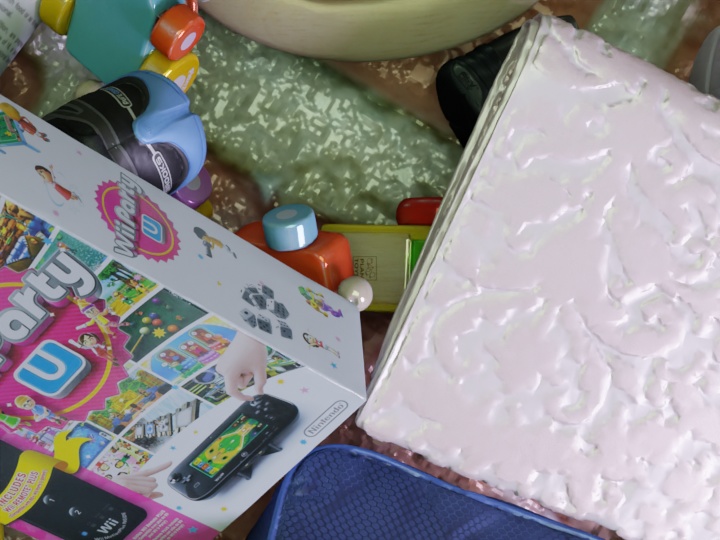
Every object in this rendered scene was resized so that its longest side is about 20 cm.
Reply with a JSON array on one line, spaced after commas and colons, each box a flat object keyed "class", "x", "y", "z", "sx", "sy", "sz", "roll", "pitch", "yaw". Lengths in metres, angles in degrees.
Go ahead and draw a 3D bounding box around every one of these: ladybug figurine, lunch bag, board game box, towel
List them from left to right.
[{"class": "board game box", "x": -0.120, "y": 0.031, "z": 0.768, "sx": 0.200, "sy": 0.064, "sz": 0.148, "roll": 31, "pitch": 122, "yaw": -26}, {"class": "ladybug figurine", "x": 0.006, "y": -0.160, "z": 0.884, "sx": 0.199, "sy": 0.072, "sz": 0.136, "roll": -2, "pitch": 88, "yaw": -5}, {"class": "lunch bag", "x": 0.029, "y": 0.178, "z": 0.848, "sx": 0.199, "sy": 0.132, "sz": 0.136, "roll": 23, "pitch": 59, "yaw": -5}, {"class": "towel", "x": 0.120, "y": 0.016, "z": 0.838, "sx": 0.199, "sy": 0.032, "sz": 0.191, "roll": 24, "pitch": 96, "yaw": -14}]

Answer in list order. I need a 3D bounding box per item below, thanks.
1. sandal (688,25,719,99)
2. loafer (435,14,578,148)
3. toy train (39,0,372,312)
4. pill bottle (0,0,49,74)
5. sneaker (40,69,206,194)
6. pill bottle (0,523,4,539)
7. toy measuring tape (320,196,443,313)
[{"class": "sandal", "x": 0.191, "y": -0.012, "z": 0.901, "sx": 0.059, "sy": 0.079, "sz": 0.207, "roll": -8, "pitch": 98, "yaw": -4}, {"class": "loafer", "x": 0.116, "y": -0.025, "z": 0.895, "sx": 0.072, "sy": 0.073, "sz": 0.200, "roll": -33, "pitch": 93, "yaw": -9}, {"class": "toy train", "x": -0.059, "y": -0.062, "z": 0.838, "sx": 0.056, "sy": 0.150, "sz": 0.201, "roll": -38, "pitch": 123, "yaw": -44}, {"class": "pill bottle", "x": -0.201, "y": -0.117, "z": 0.844, "sx": 0.113, "sy": 0.113, "sz": 0.200, "roll": 37, "pitch": 86, "yaw": -4}, {"class": "sneaker", "x": -0.150, "y": -0.021, "z": 0.828, "sx": 0.199, "sy": 0.083, "sz": 0.071, "roll": -31, "pitch": 91, "yaw": 39}, {"class": "pill bottle", "x": -0.205, "y": 0.167, "z": 0.836, "sx": 0.112, "sy": 0.112, "sz": 0.201, "roll": -4, "pitch": 87, "yaw": -5}, {"class": "toy measuring tape", "x": 0.000, "y": 0.000, "z": 0.898, "sx": 0.199, "sy": 0.074, "sz": 0.074, "roll": 1, "pitch": 89, "yaw": 17}]
